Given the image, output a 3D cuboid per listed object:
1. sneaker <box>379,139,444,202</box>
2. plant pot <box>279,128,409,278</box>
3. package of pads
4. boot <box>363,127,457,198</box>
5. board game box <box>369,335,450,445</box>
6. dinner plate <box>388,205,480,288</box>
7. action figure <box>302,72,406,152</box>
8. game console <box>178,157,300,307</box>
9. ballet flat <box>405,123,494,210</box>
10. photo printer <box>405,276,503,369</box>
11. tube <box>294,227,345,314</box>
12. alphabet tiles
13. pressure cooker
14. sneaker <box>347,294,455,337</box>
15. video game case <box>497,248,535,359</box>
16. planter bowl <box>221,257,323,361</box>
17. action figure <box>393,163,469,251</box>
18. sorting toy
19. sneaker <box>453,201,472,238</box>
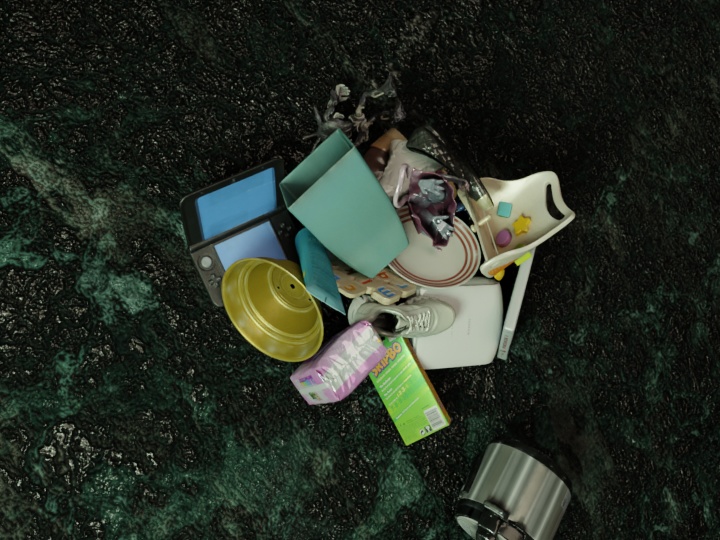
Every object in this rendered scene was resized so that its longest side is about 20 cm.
[{"bbox_3d":[0.071,-0.188,1.237,0.198,0.078,0.100,-36,86,-23],"label":"sneaker"},{"bbox_3d":[-0.015,-0.099,1.110,0.140,0.142,0.201,-40,114,5],"label":"plant pot"},{"bbox_3d":[-0.039,0.156,1.102,0.120,0.200,0.076,-40,91,-22],"label":"package of pads"},{"bbox_3d":[0.078,-0.156,1.304,0.198,0.072,0.168,39,80,-10],"label":"boot"},{"bbox_3d":[0.075,0.204,1.201,0.204,0.094,0.030,61,22,-1],"label":"board game box"},{"bbox_3d":[0.125,-0.042,1.222,0.193,0.025,0.205,5,50,-6],"label":"dinner plate"},{"bbox_3d":[-0.014,-0.290,1.268,0.195,0.103,0.121,-21,118,14],"label":"action figure"},{"bbox_3d":[-0.192,-0.063,1.139,0.196,0.116,0.180,-26,88,-23],"label":"game console"},{"bbox_3d":[0.163,-0.178,1.193,0.057,0.066,0.200,-44,79,6],"label":"ballet flat"},{"bbox_3d":[0.179,0.098,1.248,0.194,0.069,0.172,-1,102,-22],"label":"photo printer"},{"bbox_3d":[-0.069,-0.003,1.068,0.076,0.201,0.051,27,110,-25],"label":"tube"},{"bbox_3d":[0.000,0.000,1.173,0.197,0.015,0.193,31,29,29],"label":"alphabet tiles"},{"bbox_3d":[0.262,0.423,1.172,0.175,0.178,0.202,40,67,-11],"label":"pressure cooker"},{"bbox_3d":[0.079,0.085,1.130,0.194,0.081,0.078,0,99,-20],"label":"sneaker"},{"bbox_3d":[0.301,0.049,1.277,0.022,0.183,0.205,14,70,13],"label":"video game case"},{"bbox_3d":[-0.131,0.047,1.120,0.201,0.200,0.084,46,41,-5],"label":"planter bowl"},{"bbox_3d":[0.105,-0.109,1.142,0.145,0.200,0.138,16,101,-9],"label":"action figure"},{"bbox_3d":[0.287,-0.093,1.195,0.107,0.177,0.204,40,30,-41],"label":"sorting toy"},{"bbox_3d":[0.172,-0.050,1.297,0.073,0.078,0.206,20,72,-15],"label":"sneaker"}]
